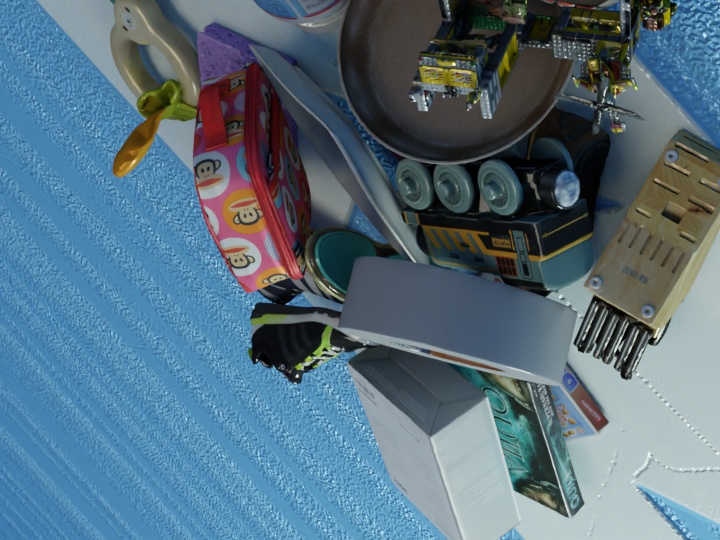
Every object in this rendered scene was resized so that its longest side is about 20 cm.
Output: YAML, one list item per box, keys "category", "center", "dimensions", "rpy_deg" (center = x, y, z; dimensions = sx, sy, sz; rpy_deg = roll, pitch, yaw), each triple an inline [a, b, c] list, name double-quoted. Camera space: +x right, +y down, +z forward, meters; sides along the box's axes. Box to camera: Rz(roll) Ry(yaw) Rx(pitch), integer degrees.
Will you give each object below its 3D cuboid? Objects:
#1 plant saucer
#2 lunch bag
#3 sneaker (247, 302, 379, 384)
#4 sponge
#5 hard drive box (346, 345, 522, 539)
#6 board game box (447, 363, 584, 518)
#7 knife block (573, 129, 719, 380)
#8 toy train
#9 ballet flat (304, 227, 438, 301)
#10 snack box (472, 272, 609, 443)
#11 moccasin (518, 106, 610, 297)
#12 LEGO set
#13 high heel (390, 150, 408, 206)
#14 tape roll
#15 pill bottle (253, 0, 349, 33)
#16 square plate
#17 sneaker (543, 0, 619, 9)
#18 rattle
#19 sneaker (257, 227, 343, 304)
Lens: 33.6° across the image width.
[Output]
- category: "plant saucer"
  center: [0.078, -0.180, 0.948]
  dimensions: [0.200, 0.032, 0.201]
  rpy_deg: [-3, 82, 22]
- category: "lunch bag"
  center: [-0.107, -0.098, 1.110]
  dimensions: [0.082, 0.200, 0.176]
  rpy_deg: [-15, 128, 8]
- category: "sneaker"
  center: [-0.049, 0.083, 1.276]
  dimensions: [0.200, 0.072, 0.083]
  rpy_deg: [3, 81, 49]
- category: "sponge"
  center: [-0.115, -0.151, 1.251]
  dimensions: [0.111, 0.030, 0.200]
  rpy_deg: [26, 137, 25]
- category: "hard drive box"
  center: [0.079, 0.182, 1.266]
  dimensions: [0.156, 0.077, 0.200]
  rpy_deg: [39, 155, 47]
- category: "board game box"
  center: [0.154, 0.159, 1.238]
  dimensions: [0.135, 0.028, 0.200]
  rpy_deg: [21, 142, 46]
- category: "knife block"
  center: [0.251, -0.005, 1.012]
  dimensions: [0.064, 0.176, 0.200]
  rpy_deg: [31, 96, 18]
- category: "toy train"
  center: [0.106, -0.047, 0.985]
  dimensions: [0.200, 0.085, 0.114]
  rpy_deg: [8, 117, 53]
- category: "ballet flat"
  center: [0.000, 0.000, 1.155]
  dimensions: [0.071, 0.200, 0.071]
  rpy_deg: [-5, 82, 41]
- category: "snack box"
  center: [0.164, 0.089, 1.199]
  dimensions: [0.200, 0.024, 0.072]
  rpy_deg: [52, 144, -7]
- category: "moccasin"
  center: [0.158, -0.051, 1.040]
  dimensions: [0.078, 0.074, 0.202]
  rpy_deg: [41, 149, 32]
- category: "LEGO set"
  center: [0.110, -0.173, 0.830]
  dimensions: [0.200, 0.116, 0.154]
  rpy_deg: [15, 145, 16]
- category: "high heel"
  center: [0.069, -0.098, 1.078]
  dimensions: [0.096, 0.067, 0.200]
  rpy_deg: [34, 147, 33]
- category: "tape roll"
  center: [0.084, 0.045, 1.039]
  dimensions: [0.200, 0.066, 0.200]
  rpy_deg: [15, 175, 1]
- category: "pill bottle"
  center: [-0.058, -0.266, 0.959]
  dimensions: [0.109, 0.109, 0.200]
  rpy_deg: [33, 179, 18]
- category: "square plate"
  center: [-0.014, -0.106, 1.096]
  dimensions: [0.200, 0.028, 0.198]
  rpy_deg: [56, 177, -41]
- category: "sneaker"
  center: [0.109, -0.254, 0.874]
  dimensions: [0.200, 0.082, 0.077]
  rpy_deg: [34, 109, 17]
- category: "rattle"
  center: [-0.256, -0.223, 1.239]
  dimensions: [0.130, 0.143, 0.200]
  rpy_deg: [29, 150, 51]
- category: "sneaker"
  center: [-0.039, 0.008, 1.292]
  dimensions: [0.200, 0.070, 0.109]
  rpy_deg: [22, 158, 6]
